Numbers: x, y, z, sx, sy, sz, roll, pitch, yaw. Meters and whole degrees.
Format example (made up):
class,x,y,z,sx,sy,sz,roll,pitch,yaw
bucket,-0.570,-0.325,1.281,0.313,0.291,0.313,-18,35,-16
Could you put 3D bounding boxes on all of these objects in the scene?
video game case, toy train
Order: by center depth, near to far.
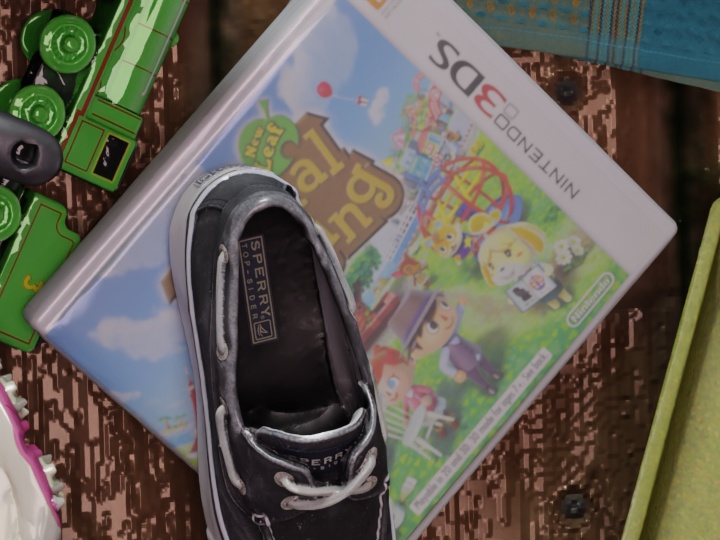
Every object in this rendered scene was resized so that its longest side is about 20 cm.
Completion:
class,x,y,z,sx,sy,sz,roll,pitch,yaw
toy train,-0.108,-0.063,1.135,0.056,0.042,0.201,25,89,-22
video game case,0.000,0.000,1.152,0.182,0.022,0.200,43,86,-22

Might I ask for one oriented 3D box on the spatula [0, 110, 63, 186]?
class,x,y,z,sx,sy,sz,roll,pitch,yaw
spatula,-0.187,-0.068,0.938,0.199,0.021,0.057,20,94,-15

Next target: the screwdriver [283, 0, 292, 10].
class,x,y,z,sx,sy,sz,roll,pitch,yaw
screwdriver,-0.034,-0.090,1.157,0.028,0.029,0.200,30,84,-12

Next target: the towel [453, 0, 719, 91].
class,x,y,z,sx,sy,sz,roll,pitch,yaw
towel,0.093,-0.157,1.098,0.146,0.022,0.200,12,134,7

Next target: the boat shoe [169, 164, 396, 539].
class,x,y,z,sx,sy,sz,roll,pitch,yaw
boat shoe,-0.021,0.061,1.108,0.071,0.068,0.201,-14,106,-17

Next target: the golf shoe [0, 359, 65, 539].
class,x,y,z,sx,sy,sz,roll,pitch,yaw
golf shoe,-0.143,0.109,1.078,0.091,0.075,0.201,-21,80,-10

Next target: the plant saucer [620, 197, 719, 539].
class,x,y,z,sx,sy,sz,roll,pitch,yaw
plant saucer,0.190,0.099,1.167,0.199,0.048,0.200,29,53,-12
